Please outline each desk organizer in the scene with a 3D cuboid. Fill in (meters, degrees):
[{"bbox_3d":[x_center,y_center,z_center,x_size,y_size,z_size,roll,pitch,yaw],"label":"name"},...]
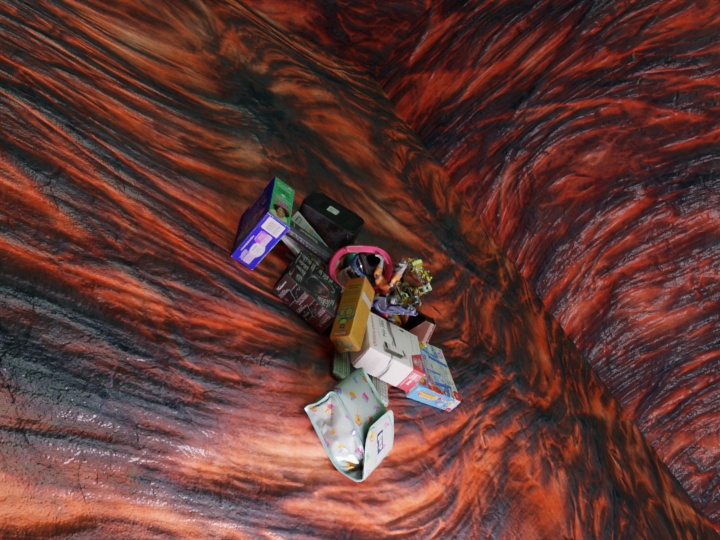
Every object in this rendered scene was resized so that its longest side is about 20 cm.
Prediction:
[{"bbox_3d":[0.186,0.175,1.729,0.076,0.073,0.200,26,3,4],"label":"desk organizer"}]

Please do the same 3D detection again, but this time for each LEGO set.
[{"bbox_3d":[0.135,0.057,1.780,0.114,0.199,0.158,-15,81,-31],"label":"LEGO set"}]

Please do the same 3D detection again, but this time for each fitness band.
[{"bbox_3d":[0.000,0.000,1.600,0.194,0.148,0.037,0,8,-20],"label":"fitness band"}]

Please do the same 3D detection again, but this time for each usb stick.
[{"bbox_3d":[-0.151,-0.084,1.563,0.199,0.032,0.056,36,37,-33],"label":"usb stick"}]

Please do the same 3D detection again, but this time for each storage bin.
[{"bbox_3d":[-0.101,-0.155,1.768,0.197,0.095,0.136,33,30,3],"label":"storage bin"}]

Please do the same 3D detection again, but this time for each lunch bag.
[{"bbox_3d":[-0.009,0.346,1.226,0.203,0.121,0.170,58,25,7],"label":"lunch bag"}]

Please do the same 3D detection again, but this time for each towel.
[{"bbox_3d":[-0.004,0.250,1.479,0.190,0.035,0.202,32,31,-21],"label":"towel"}]

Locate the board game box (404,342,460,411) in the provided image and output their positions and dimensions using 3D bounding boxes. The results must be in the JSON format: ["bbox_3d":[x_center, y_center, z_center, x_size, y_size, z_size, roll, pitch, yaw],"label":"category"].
[{"bbox_3d":[0.196,0.307,1.664,0.193,0.056,0.203,27,32,-36],"label":"board game box"}]

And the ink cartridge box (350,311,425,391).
[{"bbox_3d":[0.070,0.218,1.495,0.197,0.083,0.149,29,32,-27],"label":"ink cartridge box"}]

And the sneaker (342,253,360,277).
[{"bbox_3d":[0.007,-0.010,1.808,0.122,0.083,0.199,55,13,31],"label":"sneaker"}]

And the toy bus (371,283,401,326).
[{"bbox_3d":[0.064,0.136,1.670,0.064,0.079,0.202,21,29,-40],"label":"toy bus"}]

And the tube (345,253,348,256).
[{"bbox_3d":[-0.079,-0.134,1.894,0.077,0.050,0.202,29,26,-42],"label":"tube"}]

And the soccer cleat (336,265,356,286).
[{"bbox_3d":[-0.015,0.076,1.647,0.068,0.078,0.203,12,42,-49],"label":"soccer cleat"}]

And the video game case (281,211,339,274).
[{"bbox_3d":[-0.147,-0.064,1.601,0.201,0.018,0.144,50,30,-14],"label":"video game case"}]

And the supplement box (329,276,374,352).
[{"bbox_3d":[-0.019,0.115,1.446,0.069,0.065,0.203,57,34,-40],"label":"supplement box"}]

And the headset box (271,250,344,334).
[{"bbox_3d":[-0.128,0.064,1.493,0.199,0.075,0.149,41,27,-11],"label":"headset box"}]

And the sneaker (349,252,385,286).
[{"bbox_3d":[0.051,-0.001,1.685,0.198,0.083,0.071,31,16,-42],"label":"sneaker"}]

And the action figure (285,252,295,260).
[{"bbox_3d":[-0.180,-0.054,1.608,0.117,0.054,0.203,-3,61,-60],"label":"action figure"}]

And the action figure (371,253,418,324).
[{"bbox_3d":[0.098,0.068,1.555,0.196,0.199,0.103,16,15,35],"label":"action figure"}]

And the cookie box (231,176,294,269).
[{"bbox_3d":[-0.258,-0.131,1.465,0.075,0.171,0.202,34,28,-25],"label":"cookie box"}]
